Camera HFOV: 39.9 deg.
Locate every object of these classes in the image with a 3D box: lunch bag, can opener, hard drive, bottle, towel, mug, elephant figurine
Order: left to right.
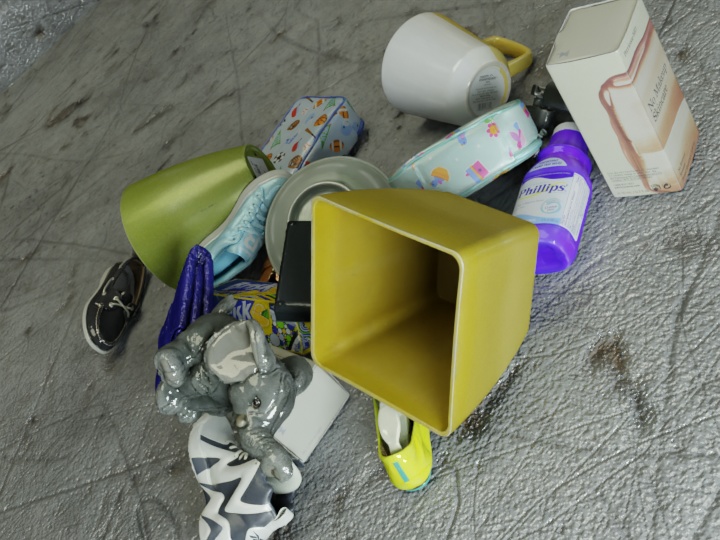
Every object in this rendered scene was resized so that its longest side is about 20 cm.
[{"bbox_3d":[-0.239,0.078,1.322,0.200,0.049,0.148,120,150,-49],"label":"towel"},{"bbox_3d":[-0.120,0.124,1.099,0.199,0.156,0.141,6,13,35],"label":"elephant figurine"},{"bbox_3d":[-0.091,-0.193,1.575,0.160,0.076,0.201,9,58,51],"label":"lunch bag"},{"bbox_3d":[0.000,0.000,1.217,0.198,0.033,0.140,1,55,7],"label":"hard drive"},{"bbox_3d":[0.143,-0.288,1.403,0.187,0.149,0.153,-51,43,-4],"label":"mug"},{"bbox_3d":[0.138,-0.140,1.255,0.199,0.077,0.160,-29,2,11],"label":"lunch bag"},{"bbox_3d":[0.228,-0.089,1.162,0.083,0.065,0.201,-6,47,37],"label":"bottle"},{"bbox_3d":[0.253,-0.205,1.243,0.200,0.052,0.067,-122,42,-80],"label":"can opener"}]

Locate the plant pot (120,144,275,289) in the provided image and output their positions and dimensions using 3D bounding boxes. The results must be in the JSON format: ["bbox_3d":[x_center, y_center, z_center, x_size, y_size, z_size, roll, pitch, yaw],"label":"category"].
[{"bbox_3d":[-0.220,-0.096,1.478,0.199,0.187,0.188,-29,36,21],"label":"plant pot"}]

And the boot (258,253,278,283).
[{"bbox_3d":[-0.057,-0.040,1.370,0.199,0.077,0.156,-8,46,37],"label":"boot"}]

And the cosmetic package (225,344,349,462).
[{"bbox_3d":[-0.119,0.150,1.221,0.199,0.073,0.104,16,63,50],"label":"cosmetic package"}]

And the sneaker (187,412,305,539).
[{"bbox_3d":[-0.123,0.225,1.136,0.129,0.080,0.200,-29,37,13],"label":"sneaker"}]

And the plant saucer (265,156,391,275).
[{"bbox_3d":[-0.040,-0.060,1.311,0.199,0.050,0.202,-4,78,17],"label":"plant saucer"}]

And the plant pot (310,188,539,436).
[{"bbox_3d":[0.078,0.017,1.043,0.199,0.201,0.176,24,35,38],"label":"plant pot"}]

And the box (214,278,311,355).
[{"bbox_3d":[-0.125,0.058,1.315,0.199,0.071,0.064,5,20,45],"label":"box"}]

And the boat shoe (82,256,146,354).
[{"bbox_3d":[-0.388,0.051,1.592,0.060,0.074,0.201,-30,27,23],"label":"boat shoe"}]

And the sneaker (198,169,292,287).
[{"bbox_3d":[-0.154,-0.049,1.389,0.200,0.074,0.082,-49,34,12],"label":"sneaker"}]

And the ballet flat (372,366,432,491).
[{"bbox_3d":[0.040,0.146,1.080,0.067,0.067,0.201,-28,36,18],"label":"ballet flat"}]

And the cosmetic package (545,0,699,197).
[{"bbox_3d":[0.293,-0.187,1.091,0.087,0.200,0.104,-4,48,41],"label":"cosmetic package"}]
